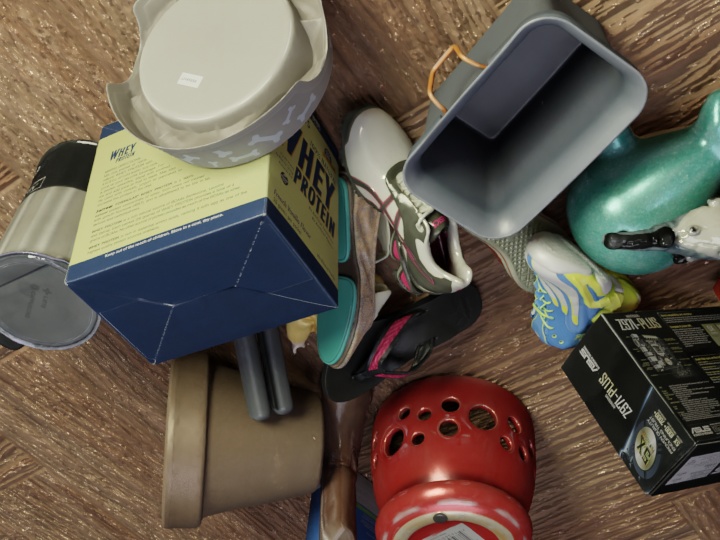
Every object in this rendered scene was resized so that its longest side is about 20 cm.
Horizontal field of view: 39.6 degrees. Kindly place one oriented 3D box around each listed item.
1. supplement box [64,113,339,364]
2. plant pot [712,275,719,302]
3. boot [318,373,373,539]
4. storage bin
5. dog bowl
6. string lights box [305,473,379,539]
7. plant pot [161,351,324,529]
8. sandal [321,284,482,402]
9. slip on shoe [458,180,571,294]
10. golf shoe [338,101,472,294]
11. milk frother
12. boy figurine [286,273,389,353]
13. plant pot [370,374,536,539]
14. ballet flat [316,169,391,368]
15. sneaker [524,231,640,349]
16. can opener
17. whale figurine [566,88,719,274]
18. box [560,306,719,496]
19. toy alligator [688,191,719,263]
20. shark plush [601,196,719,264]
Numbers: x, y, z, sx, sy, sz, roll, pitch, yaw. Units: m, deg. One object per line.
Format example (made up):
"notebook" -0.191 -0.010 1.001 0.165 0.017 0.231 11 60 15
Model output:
"supplement box" -0.134 -0.053 0.917 0.199 0.200 0.134 -17 137 18
"plant pot" 0.482 0.007 0.943 0.199 0.200 0.177 10 119 -4
"boot" -0.022 0.227 1.146 0.064 0.200 0.187 2 130 3
"storage bin" 0.127 -0.154 0.869 0.145 0.135 0.200 30 125 -18
"dog bowl" -0.113 -0.176 0.840 0.199 0.201 0.059 -15 151 16
"string lights box" -0.015 0.351 1.248 0.059 0.200 0.103 -34 119 27
"plant pot" -0.134 0.193 1.144 0.174 0.201 0.201 3 130 -10
"sandal" 0.047 0.077 1.064 0.200 0.045 0.075 -30 122 -8
"slip on shoe" 0.153 -0.040 1.012 0.074 0.061 0.200 -47 128 10
"golf shoe" 0.051 -0.069 0.949 0.077 0.088 0.200 -34 108 -22
"milk frother" -0.256 0.006 0.996 0.199 0.188 0.181 19 129 -11
"boy figurine" -0.032 0.039 1.076 0.124 0.064 0.200 -37 119 0
"plant pot" 0.110 0.254 1.174 0.200 0.183 0.201 2 131 2
"ballet flat" 0.000 0.000 1.007 0.067 0.068 0.201 -3 103 -37
"sneaker" 0.205 0.033 1.003 0.200 0.076 0.105 23 114 -46
"can opener" -0.106 0.057 1.050 0.053 0.067 0.201 -12 91 -27
"whale figurine" 0.278 -0.074 0.920 0.159 0.104 0.200 45 130 -5
"box" 0.334 0.125 1.013 0.199 0.164 0.086 -2 136 -33
"toy alligator" 0.357 -0.091 0.957 0.054 0.059 0.200 50 132 20
"shark plush" 0.310 -0.017 0.883 0.199 0.091 0.083 -14 164 -21
